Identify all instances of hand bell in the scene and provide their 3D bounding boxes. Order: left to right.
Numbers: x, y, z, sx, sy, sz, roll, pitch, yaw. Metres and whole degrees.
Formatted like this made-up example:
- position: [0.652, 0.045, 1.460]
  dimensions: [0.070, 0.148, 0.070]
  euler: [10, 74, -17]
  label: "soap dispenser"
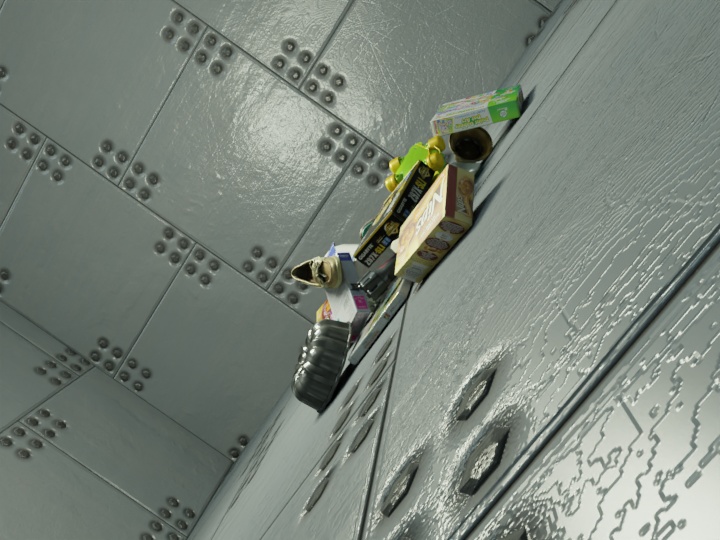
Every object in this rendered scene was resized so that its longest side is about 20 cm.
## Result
- position: [0.255, -0.261, 1.646]
  dimensions: [0.104, 0.104, 0.200]
  euler: [-56, -11, -20]
  label: "hand bell"

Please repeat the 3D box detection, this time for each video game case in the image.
- position: [0.050, 0.083, 1.365]
  dimensions: [0.182, 0.023, 0.200]
  euler: [-55, 1, 22]
  label: "video game case"

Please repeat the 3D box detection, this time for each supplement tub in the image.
- position: [0.000, 0.000, 1.611]
  dimensions: [0.132, 0.132, 0.200]
  euler: [-55, 22, -13]
  label: "supplement tub"

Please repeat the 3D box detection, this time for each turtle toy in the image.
- position: [0.146, -0.233, 1.531]
  dimensions: [0.145, 0.101, 0.200]
  euler: [-24, 31, 28]
  label: "turtle toy"

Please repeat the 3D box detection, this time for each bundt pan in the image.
- position: [-0.087, 0.189, 1.391]
  dimensions: [0.202, 0.075, 0.203]
  euler: [-158, 90, -81]
  label: "bundt pan"

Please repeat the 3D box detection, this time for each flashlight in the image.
- position: [0.077, -0.026, 1.356]
  dimensions: [0.200, 0.068, 0.068]
  euler: [-44, -20, -9]
  label: "flashlight"

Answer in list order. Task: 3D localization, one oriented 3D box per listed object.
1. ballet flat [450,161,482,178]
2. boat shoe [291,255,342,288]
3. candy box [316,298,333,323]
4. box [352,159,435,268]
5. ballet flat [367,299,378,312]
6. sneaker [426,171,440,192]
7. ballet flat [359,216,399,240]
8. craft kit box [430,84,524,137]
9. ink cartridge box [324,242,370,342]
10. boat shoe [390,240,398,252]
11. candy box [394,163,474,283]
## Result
- position: [0.226, -0.221, 1.571]
  dimensions: [0.070, 0.069, 0.200]
  euler: [-55, 2, -9]
  label: "ballet flat"
- position: [-0.097, 0.008, 1.503]
  dimensions: [0.200, 0.062, 0.074]
  euler: [167, 99, -65]
  label: "boat shoe"
- position: [-0.065, 0.143, 1.779]
  dimensions: [0.117, 0.056, 0.200]
  euler: [-49, 22, 24]
  label: "candy box"
- position: [0.072, -0.119, 1.386]
  dimensions: [0.160, 0.049, 0.200]
  euler: [-46, 10, 45]
  label: "box"
- position: [0.011, 0.074, 1.744]
  dimensions: [0.200, 0.075, 0.068]
  euler: [-64, -3, -63]
  label: "ballet flat"
- position: [0.154, -0.111, 1.447]
  dimensions: [0.074, 0.082, 0.201]
  euler: [-106, 37, -60]
  label: "sneaker"
- position: [0.086, -0.111, 1.548]
  dimensions: [0.199, 0.068, 0.067]
  euler: [-22, 9, -10]
  label: "ballet flat"
- position: [0.278, -0.376, 1.563]
  dimensions: [0.199, 0.049, 0.198]
  euler: [-10, 24, 20]
  label: "craft kit box"
- position: [-0.038, 0.048, 1.499]
  dimensions: [0.201, 0.042, 0.120]
  euler: [67, 149, 33]
  label: "ink cartridge box"
- position: [0.144, -0.109, 1.820]
  dimensions: [0.059, 0.072, 0.201]
  euler: [1, -60, -42]
  label: "boat shoe"
- position: [0.127, -0.077, 1.168]
  dimensions: [0.200, 0.055, 0.116]
  euler: [128, 156, -52]
  label: "candy box"
